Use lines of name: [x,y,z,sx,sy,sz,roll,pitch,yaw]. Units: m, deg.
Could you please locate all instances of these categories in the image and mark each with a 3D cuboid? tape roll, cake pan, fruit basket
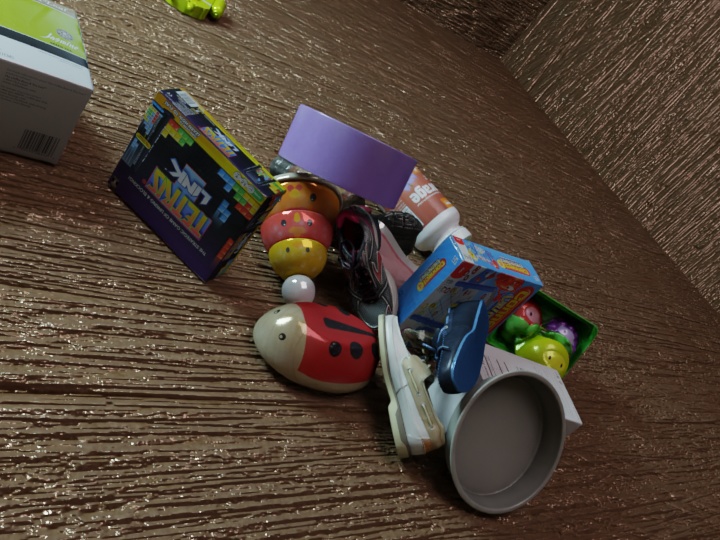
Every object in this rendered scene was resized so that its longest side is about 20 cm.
tape roll: [-0.019,-0.174,1.053,0.200,0.085,0.200,25,8,-4]
cake pan: [0.196,0.231,0.940,0.200,0.201,0.037,23,-4,-29]
fruit basket: [0.340,0.133,1.281,0.215,0.156,0.216,32,13,-8]

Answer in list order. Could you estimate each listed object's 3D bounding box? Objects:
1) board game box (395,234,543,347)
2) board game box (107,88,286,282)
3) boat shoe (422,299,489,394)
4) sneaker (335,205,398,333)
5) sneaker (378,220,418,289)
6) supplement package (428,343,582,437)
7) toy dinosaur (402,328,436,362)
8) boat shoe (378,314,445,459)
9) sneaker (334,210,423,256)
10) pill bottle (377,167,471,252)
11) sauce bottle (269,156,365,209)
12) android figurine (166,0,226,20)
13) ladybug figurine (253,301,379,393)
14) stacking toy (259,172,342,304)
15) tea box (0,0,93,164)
board game box: [0.157,0.049,1.103,0.196,0.200,0.056,14,39,-38]
board game box: [-0.221,-0.112,0.909,0.200,0.165,0.057,44,28,6]
boat shoe: [0.134,0.111,0.962,0.200,0.069,0.084,-46,125,-60]
sneaker: [0.000,0.000,1.050,0.075,0.081,0.200,-16,90,-72]
sneaker: [0.041,0.015,1.157,0.200,0.075,0.105,51,62,-30]
supplement package: [0.218,0.202,1.055,0.200,0.114,0.110,21,34,-29]
toy dinosaur: [0.112,0.124,1.060,0.200,0.088,0.048,10,57,-53]
boat shoe: [0.067,0.152,0.937,0.075,0.068,0.200,72,7,-67]
sneaker: [0.007,-0.062,1.208,0.200,0.091,0.076,10,32,-8]
pill bottle: [0.126,-0.113,1.377,0.200,0.112,0.112,48,30,13]
sauce bottle: [-0.079,-0.144,1.176,0.200,0.066,0.066,34,21,37]
android figurine: [-0.393,-0.632,1.548,0.182,0.041,0.200,30,29,-20]
ladybug figurine: [-0.047,0.097,0.927,0.200,0.072,0.136,15,38,-38]
stacking toy: [-0.091,-0.033,1.026,0.146,0.146,0.200,17,53,-36]
tea box: [-0.468,-0.265,0.860,0.200,0.134,0.197,13,40,-40]
